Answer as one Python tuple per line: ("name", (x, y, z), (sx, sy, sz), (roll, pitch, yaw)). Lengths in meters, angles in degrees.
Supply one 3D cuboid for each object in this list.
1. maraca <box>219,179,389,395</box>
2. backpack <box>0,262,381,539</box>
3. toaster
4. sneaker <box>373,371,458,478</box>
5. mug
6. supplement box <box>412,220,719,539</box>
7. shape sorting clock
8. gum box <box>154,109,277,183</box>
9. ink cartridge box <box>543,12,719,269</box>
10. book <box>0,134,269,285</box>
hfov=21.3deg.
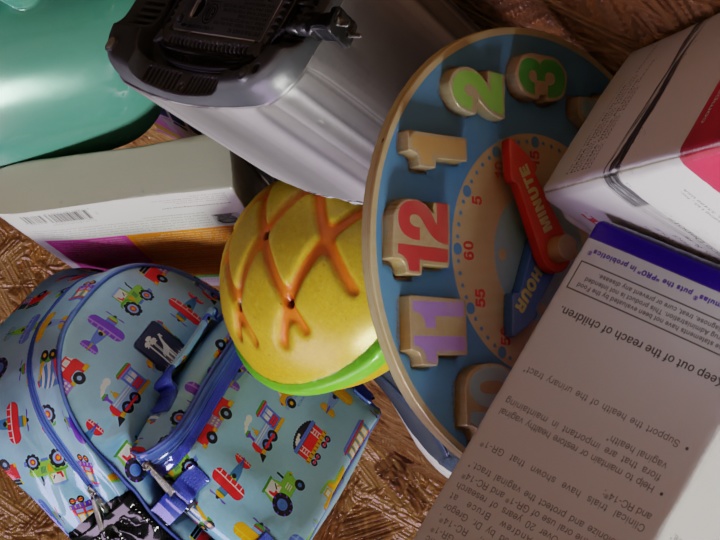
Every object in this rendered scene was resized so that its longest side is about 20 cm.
("maraca", (0.000, 0.000, 1.009), (0.106, 0.139, 0.199), (25, 161, -39))
("backpack", (-0.112, 0.080, 1.103), (0.200, 0.183, 0.134), (47, 136, -9))
("toaster", (-0.020, -0.104, 0.923), (0.129, 0.115, 0.199), (34, 168, -36))
("sneaker", (0.035, 0.051, 1.139), (0.202, 0.077, 0.146), (42, 174, 25))
("mug", (-0.160, -0.134, 1.052), (0.185, 0.113, 0.154), (-135, 36, -62))
("supplement box", (0.104, 0.099, 0.781), (0.103, 0.201, 0.101), (24, 169, 39))
("shape sorting clock", (0.079, -0.007, 0.846), (0.199, 0.201, 0.039), (36, 155, -28))
("gum box", (-0.036, -0.084, 1.184), (0.199, 0.067, 0.114), (30, 169, 10))
("ink cartridge box", (0.177, -0.031, 0.751), (0.145, 0.084, 0.200), (33, 171, -10))
("book", (-0.120, -0.028, 1.123), (0.132, 0.049, 0.200), (-7, 168, 6))
